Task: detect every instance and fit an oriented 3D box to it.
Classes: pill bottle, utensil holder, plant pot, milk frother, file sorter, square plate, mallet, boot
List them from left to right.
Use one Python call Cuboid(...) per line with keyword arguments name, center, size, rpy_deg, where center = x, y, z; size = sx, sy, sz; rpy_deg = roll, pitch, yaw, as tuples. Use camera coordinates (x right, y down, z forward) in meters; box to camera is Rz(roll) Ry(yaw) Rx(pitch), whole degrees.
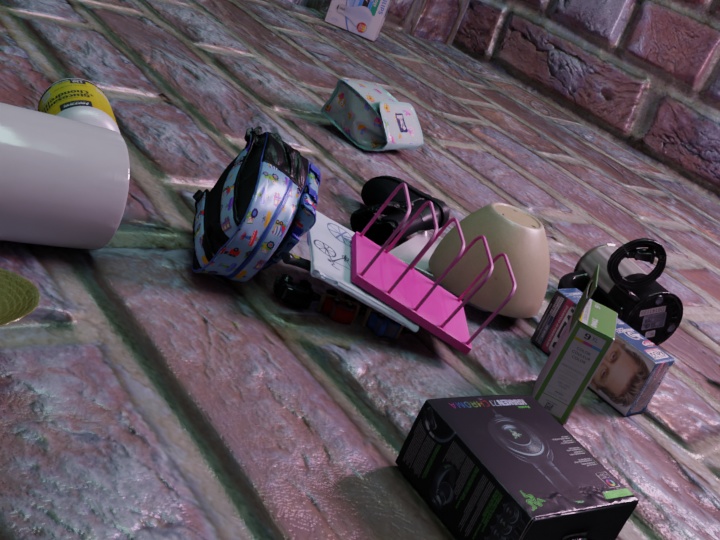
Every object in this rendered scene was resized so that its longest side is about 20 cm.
Cuboid(name="utensil holder", center=(-0.407, -0.114, 1.154), size=(0.200, 0.170, 0.170), rpy_deg=(8, 26, -38))
Cuboid(name="pill bottle", center=(-0.420, -0.206, 1.418), size=(0.112, 0.112, 0.200), rpy_deg=(11, 25, -28))
Cuboid(name="mallet", center=(-0.045, 0.000, 1.346), size=(0.200, 0.041, 0.066), rpy_deg=(25, 17, -44))
Cuboid(name="boot", center=(0.036, -0.109, 1.684), size=(0.200, 0.076, 0.168), rpy_deg=(25, 27, 35))
Cuboid(name="file sorter", center=(0.103, -0.009, 1.329), size=(0.200, 0.125, 0.139), rpy_deg=(33, 22, -16))
Cuboid(name="square plate", center=(0.161, 0.003, 1.617), size=(0.198, 0.028, 0.200), rpy_deg=(29, 23, 14))
Cuboid(name="plant pot", center=(0.228, -0.032, 1.548), size=(0.200, 0.135, 0.200), rpy_deg=(19, 22, -8))
Cuboid(name="milk frother", center=(0.468, 0.004, 1.687), size=(0.180, 0.200, 0.188), rpy_deg=(7, 26, -25))

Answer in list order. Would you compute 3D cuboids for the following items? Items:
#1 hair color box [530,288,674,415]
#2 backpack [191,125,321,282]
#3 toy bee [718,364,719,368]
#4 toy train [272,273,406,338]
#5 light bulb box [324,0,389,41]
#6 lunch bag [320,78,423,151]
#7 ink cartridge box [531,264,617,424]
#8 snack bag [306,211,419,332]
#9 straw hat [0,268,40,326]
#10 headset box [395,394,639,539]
Cuboid(name="hair color box", center=(0.367, 0.121, 1.451), size=(0.061, 0.100, 0.200), rpy_deg=(-2, 32, -45))
Cuboid(name="backpack", center=(-0.148, -0.070, 1.299), size=(0.135, 0.183, 0.200), rpy_deg=(32, 32, -23))
Cuboid(name="toy bee", center=(0.705, 0.187, 1.658), size=(0.131, 0.109, 0.200), rpy_deg=(42, 52, 21))
Cuboid(name="toy train", center=(-0.026, 0.052, 1.315), size=(0.200, 0.034, 0.046), rpy_deg=(19, 24, -10))
Cuboid(name="light bulb box", center=(0.000, -0.970, 3.447), size=(0.200, 0.198, 0.125), rpy_deg=(21, 24, -1))
Cuboid(name="lunch bag", center=(0.038, -0.346, 2.174), size=(0.200, 0.122, 0.170), rpy_deg=(42, 25, 22))
Cuboid(name="ink cartridge box", center=(0.306, 0.102, 1.303), size=(0.059, 0.200, 0.104), rpy_deg=(27, 23, 8))
Cuboid(name="snack bag", center=(0.000, 0.000, 1.345), size=(0.189, 0.021, 0.200), rpy_deg=(30, 22, -23))
Cuboid(name="straw hat", center=(-0.402, 0.057, 0.875), size=(0.201, 0.085, 0.201), rpy_deg=(9, 17, -3))
Cuboid(name="headset box", center=(0.170, 0.232, 1.019), size=(0.174, 0.093, 0.200), rpy_deg=(4, 29, -37))
